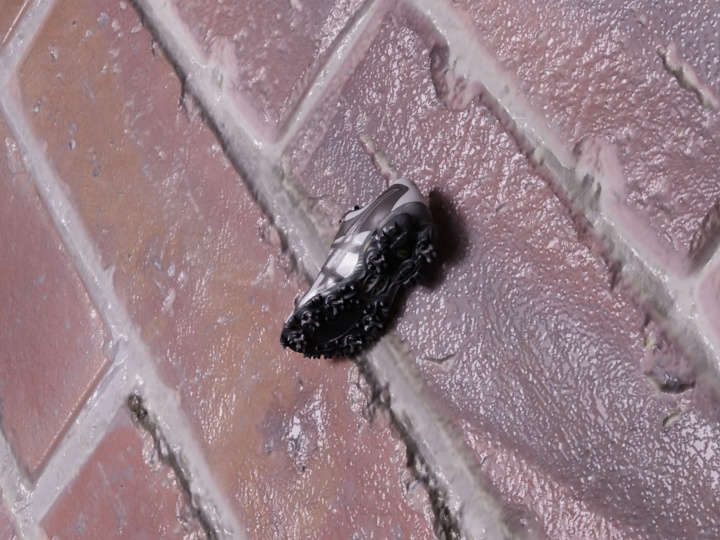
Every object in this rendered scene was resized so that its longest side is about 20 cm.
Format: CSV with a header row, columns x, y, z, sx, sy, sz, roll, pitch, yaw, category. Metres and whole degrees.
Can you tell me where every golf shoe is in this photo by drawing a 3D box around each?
x,y,z,sx,sy,sz,roll,pitch,yaw,category
0.000,0.000,1.831,0.200,0.077,0.095,-43,33,30,golf shoe
